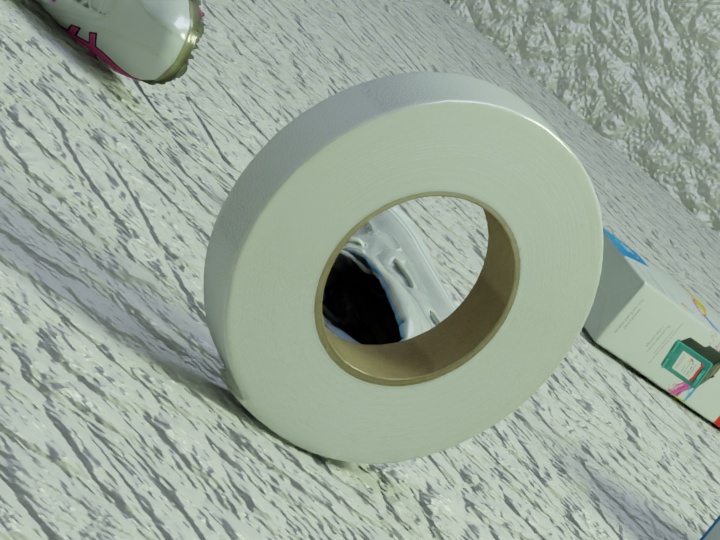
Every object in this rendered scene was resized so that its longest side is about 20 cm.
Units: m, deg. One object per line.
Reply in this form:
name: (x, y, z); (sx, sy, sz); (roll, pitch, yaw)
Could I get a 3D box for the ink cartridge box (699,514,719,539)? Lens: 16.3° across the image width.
ink cartridge box: (0.330, 0.193, 1.571); (0.200, 0.147, 0.086); (35, 10, -20)

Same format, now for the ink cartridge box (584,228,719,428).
ink cartridge box: (0.269, 0.060, 2.099); (0.200, 0.067, 0.116); (34, 12, -26)

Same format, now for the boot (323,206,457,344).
boot: (0.000, 0.000, 1.471); (0.096, 0.074, 0.200); (36, 10, -49)

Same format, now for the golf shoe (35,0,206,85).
golf shoe: (-0.178, -0.180, 1.651); (0.092, 0.073, 0.200); (17, 14, -42)

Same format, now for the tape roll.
tape roll: (0.021, 0.001, 1.220); (0.202, 0.203, 0.037); (31, 13, -34)
